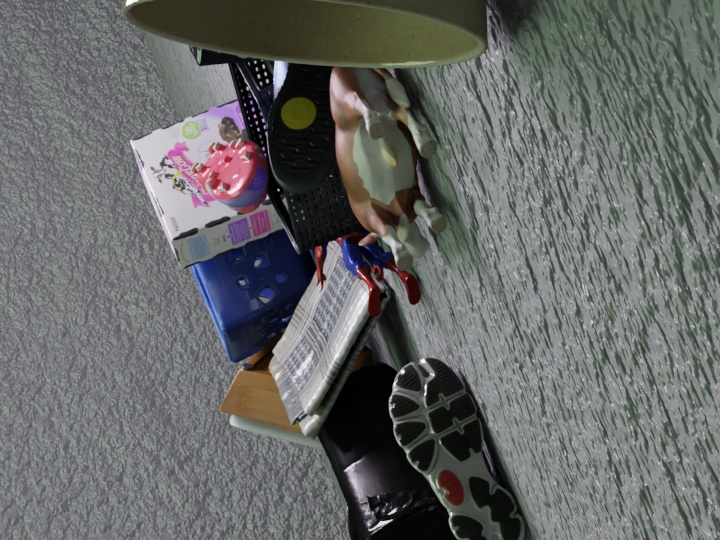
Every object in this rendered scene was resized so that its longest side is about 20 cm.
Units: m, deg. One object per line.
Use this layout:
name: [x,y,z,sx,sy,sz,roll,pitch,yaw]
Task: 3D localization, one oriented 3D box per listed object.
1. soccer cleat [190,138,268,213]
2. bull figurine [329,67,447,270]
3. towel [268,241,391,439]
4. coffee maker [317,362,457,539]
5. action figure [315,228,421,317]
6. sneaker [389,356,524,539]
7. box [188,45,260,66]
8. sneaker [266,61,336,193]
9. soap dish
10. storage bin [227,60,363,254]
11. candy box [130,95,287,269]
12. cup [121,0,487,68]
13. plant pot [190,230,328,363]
soccer cleat: [-0.115,-0.087,1.301,0.076,0.067,0.200,38,175,-19]
bull figurine: [0.021,-0.076,1.045,0.121,0.065,0.201,50,162,55]
towel: [-0.045,0.069,1.503,0.201,0.034,0.193,-63,26,13]
coffee maker: [0.031,0.209,1.471,0.193,0.134,0.201,86,161,-52]
action figure: [0.000,0.000,1.343,0.200,0.065,0.100,-123,23,-52]
sneaker: [0.085,0.181,1.239,0.083,0.080,0.202,103,144,-85]
box: [-0.102,-0.278,1.059,0.133,0.114,0.201,103,149,-43]
sneaker: [-0.043,-0.148,1.118,0.079,0.065,0.202,87,-177,-65]
soap dish: [-0.072,0.146,1.679,0.200,0.156,0.082,-44,-36,-67]
storage bin: [-0.055,-0.133,1.276,0.201,0.093,0.136,77,167,-48]
candy box: [-0.166,-0.118,1.640,0.072,0.198,0.169,83,162,-60]
cup: [-0.024,-0.198,0.711,0.200,0.198,0.145,-171,86,-80]
plant pot: [-0.134,-0.016,1.757,0.200,0.178,0.201,99,147,-73]
